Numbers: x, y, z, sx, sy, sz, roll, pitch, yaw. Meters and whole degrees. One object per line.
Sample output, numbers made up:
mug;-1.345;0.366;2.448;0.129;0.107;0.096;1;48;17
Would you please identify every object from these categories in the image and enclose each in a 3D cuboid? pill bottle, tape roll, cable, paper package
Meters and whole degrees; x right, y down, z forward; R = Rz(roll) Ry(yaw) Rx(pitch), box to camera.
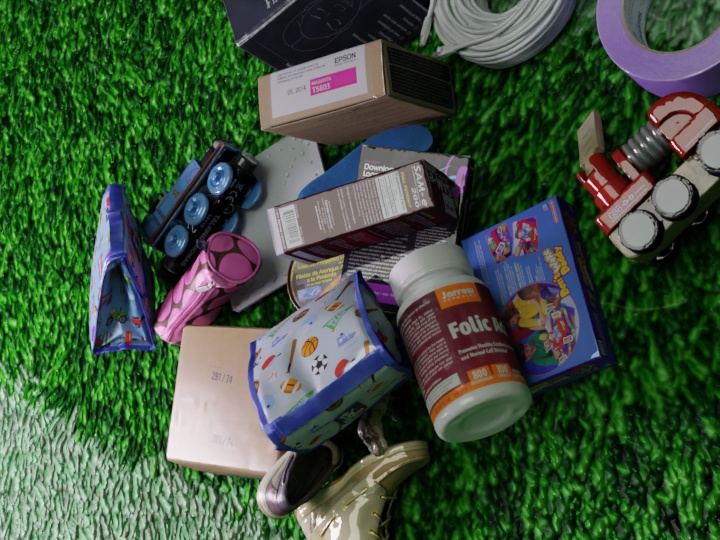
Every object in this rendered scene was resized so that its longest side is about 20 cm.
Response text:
pill bottle;0.107;0.078;1.417;0.114;0.114;0.202;-34;59;24
tape roll;0.368;-0.296;1.418;0.198;0.065;0.203;-11;71;35
cable;0.180;-0.350;1.573;0.198;0.069;0.202;6;80;37
paper package;-0.142;0.171;1.641;0.198;0.103;0.193;0;78;36

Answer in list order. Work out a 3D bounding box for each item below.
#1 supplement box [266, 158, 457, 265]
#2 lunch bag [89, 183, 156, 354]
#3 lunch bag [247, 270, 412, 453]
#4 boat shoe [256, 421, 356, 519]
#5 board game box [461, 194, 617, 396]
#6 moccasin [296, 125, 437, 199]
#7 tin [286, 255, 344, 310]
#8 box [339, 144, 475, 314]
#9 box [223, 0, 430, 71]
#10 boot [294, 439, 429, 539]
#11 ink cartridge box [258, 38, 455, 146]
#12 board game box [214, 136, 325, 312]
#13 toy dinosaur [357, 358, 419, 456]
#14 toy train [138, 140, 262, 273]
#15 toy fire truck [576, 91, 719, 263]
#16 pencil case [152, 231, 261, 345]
supplement box;0.003;-0.066;1.487;0.198;0.109;0.062;-16;79;16
lunch bag;-0.336;-0.009;1.751;0.093;0.201;0.151;-4;44;-7
lunch bag;-0.035;0.112;1.436;0.169;0.124;0.200;-36;13;7
boat shoe;-0.048;0.216;1.533;0.065;0.072;0.200;-12;33;52
board game box;0.202;0.034;1.459;0.134;0.045;0.202;-25;63;29
moccasin;0.011;-0.119;1.629;0.198;0.068;0.081;-26;51;14
tin;0.000;0.000;1.607;0.198;0.042;0.113;-13;81;25
box;0.056;-0.046;1.542;0.141;0.036;0.202;9;88;19
box;-0.043;-0.353;1.656;0.196;0.199;0.125;-35;57;23
boot;0.023;0.306;1.497;0.199;0.073;0.156;-36;60;20
ink cartridge box;-0.005;-0.221;1.607;0.198;0.164;0.076;-10;81;34
board game box;-0.115;-0.070;1.739;0.199;0.026;0.202;-30;60;27
toy dinosaur;0.038;0.130;1.526;0.087;0.048;0.201;-17;37;15
toy train;-0.219;-0.093;1.757;0.201;0.086;0.114;-54;46;12
toy fire truck;0.313;-0.130;1.391;0.176;0.128;0.200;-46;65;17
pencil case;-0.213;0.030;1.703;0.200;0.090;0.094;-49;18;47
